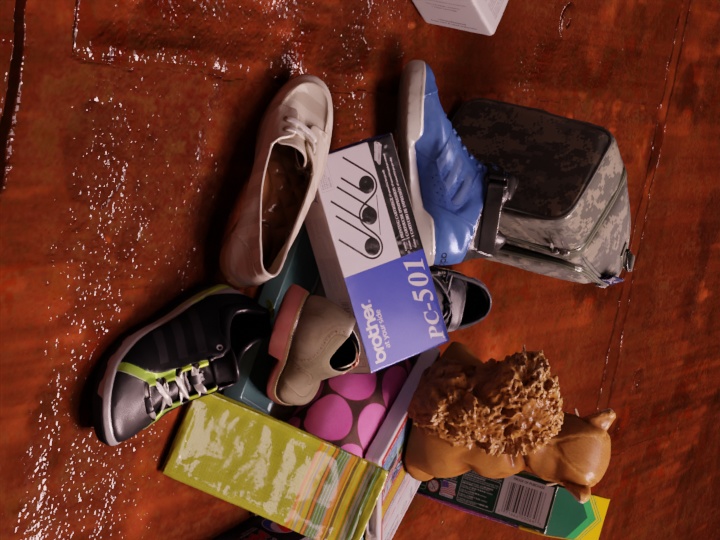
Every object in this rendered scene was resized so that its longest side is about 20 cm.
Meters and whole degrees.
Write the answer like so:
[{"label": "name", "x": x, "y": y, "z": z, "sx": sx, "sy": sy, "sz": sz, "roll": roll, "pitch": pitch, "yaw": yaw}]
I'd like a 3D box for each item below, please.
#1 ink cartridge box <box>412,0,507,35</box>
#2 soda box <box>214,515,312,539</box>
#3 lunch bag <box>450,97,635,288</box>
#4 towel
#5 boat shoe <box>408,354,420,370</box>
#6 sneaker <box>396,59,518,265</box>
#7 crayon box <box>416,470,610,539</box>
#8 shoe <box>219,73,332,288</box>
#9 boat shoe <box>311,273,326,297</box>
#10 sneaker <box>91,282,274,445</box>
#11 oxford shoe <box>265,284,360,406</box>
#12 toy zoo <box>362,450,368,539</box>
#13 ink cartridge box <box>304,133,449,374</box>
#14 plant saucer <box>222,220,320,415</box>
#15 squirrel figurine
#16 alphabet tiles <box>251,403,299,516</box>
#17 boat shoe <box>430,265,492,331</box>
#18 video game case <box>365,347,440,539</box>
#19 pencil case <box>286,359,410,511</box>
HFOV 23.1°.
[{"label": "ink cartridge box", "x": 0.088, "y": -0.340, "z": 1.662, "sx": 0.147, "sy": 0.084, "sz": 0.200, "roll": -65, "pitch": 149, "yaw": -16}, {"label": "soda box", "x": -0.099, "y": 0.282, "z": 1.652, "sx": 0.200, "sy": 0.063, "sz": 0.071, "roll": -21, "pitch": 122, "yaw": -55}, {"label": "lunch bag", "x": 0.183, "y": -0.068, "z": 1.844, "sx": 0.140, "sy": 0.199, "sz": 0.168, "roll": -61, "pitch": 148, "yaw": -23}, {"label": "towel", "x": -0.073, "y": 0.179, "z": 1.567, "sx": 0.199, "sy": 0.018, "sz": 0.087, "roll": 26, "pitch": 76, "yaw": -20}, {"label": "boat shoe", "x": 0.041, "y": 0.090, "z": 1.795, "sx": 0.202, "sy": 0.071, "sz": 0.061, "roll": 80, "pitch": 32, "yaw": -58}, {"label": "sneaker", "x": 0.096, "y": -0.107, "z": 1.721, "sx": 0.077, "sy": 0.110, "sz": 0.201, "roll": -168, "pitch": -107, "yaw": -84}, {"label": "crayon box", "x": 0.151, "y": 0.241, "z": 1.935, "sx": 0.172, "sy": 0.199, "sz": 0.059, "roll": 21, "pitch": 85, "yaw": -62}, {"label": "shoe", "x": -0.062, "y": -0.078, "z": 1.517, "sx": 0.070, "sy": 0.053, "sz": 0.201, "roll": 24, "pitch": 74, "yaw": -24}, {"label": "boat shoe", "x": 0.000, "y": 0.000, "z": 1.683, "sx": 0.064, "sy": 0.070, "sz": 0.201, "roll": 43, "pitch": 64, "yaw": -59}, {"label": "sneaker", "x": -0.141, "y": 0.074, "z": 1.453, "sx": 0.200, "sy": 0.082, "sz": 0.072, "roll": -48, "pitch": 142, "yaw": -40}, {"label": "oxford shoe", "x": -0.040, "y": 0.082, "z": 1.561, "sx": 0.200, "sy": 0.074, "sz": 0.071, "roll": 93, "pitch": 17, "yaw": -68}, {"label": "toy zoo", "x": -0.004, "y": 0.238, "z": 1.756, "sx": 0.200, "sy": 0.020, "sz": 0.132, "roll": -72, "pitch": 168, "yaw": -59}, {"label": "ink cartridge box", "x": 0.009, "y": -0.015, "z": 1.610, "sx": 0.094, "sy": 0.044, "sz": 0.201, "roll": -21, "pitch": 98, "yaw": -31}, {"label": "plant saucer", "x": -0.071, "y": 0.038, "z": 1.621, "sx": 0.070, "sy": 0.019, "sz": 0.201, "roll": 40, "pitch": 67, "yaw": -57}, {"label": "squirrel figurine", "x": 0.146, "y": 0.151, "z": 1.680, "sx": 0.200, "sy": 0.186, "sz": 0.142, "roll": 63, "pitch": 49, "yaw": -70}, {"label": "alphabet tiles", "x": -0.053, "y": 0.119, "z": 1.714, "sx": 0.200, "sy": 0.008, "sz": 0.168, "roll": -39, "pitch": 135, "yaw": -48}, {"label": "boat shoe", "x": 0.078, "y": 0.030, "z": 1.848, "sx": 0.200, "sy": 0.062, "sz": 0.075, "roll": 3, "pitch": 103, "yaw": -60}, {"label": "video game case", "x": 0.042, "y": 0.184, "z": 1.752, "sx": 0.201, "sy": 0.017, "sz": 0.143, "roll": 90, "pitch": 25, "yaw": -53}, {"label": "pencil case", "x": -0.032, "y": 0.148, "z": 1.674, "sx": 0.091, "sy": 0.094, "sz": 0.200, "roll": 43, "pitch": 55, "yaw": -8}]
